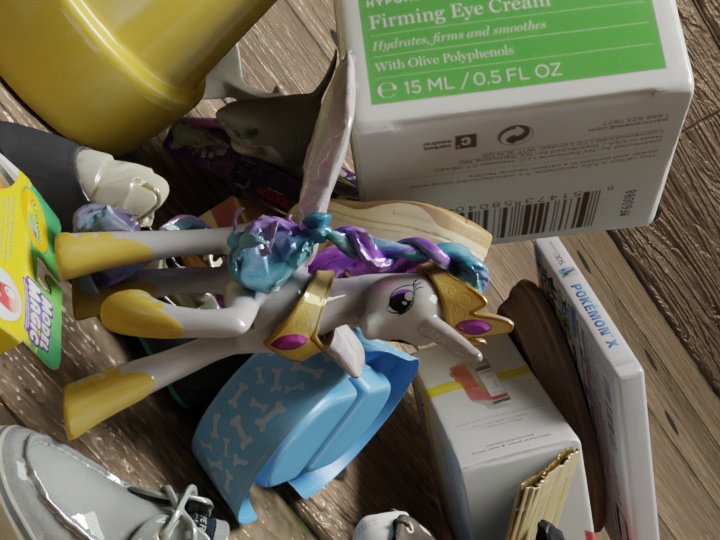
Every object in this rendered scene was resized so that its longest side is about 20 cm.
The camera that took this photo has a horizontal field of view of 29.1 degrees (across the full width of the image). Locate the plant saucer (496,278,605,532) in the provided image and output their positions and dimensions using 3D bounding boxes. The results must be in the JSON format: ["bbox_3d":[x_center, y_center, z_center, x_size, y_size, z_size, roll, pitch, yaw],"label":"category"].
[{"bbox_3d":[0.142,0.106,1.066,0.200,0.029,0.201,164,-90,-86],"label":"plant saucer"}]

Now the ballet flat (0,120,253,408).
[{"bbox_3d":[-0.122,-0.014,0.776,0.200,0.073,0.073,55,17,-15],"label":"ballet flat"}]

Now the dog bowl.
[{"bbox_3d":[-0.032,0.082,0.814,0.050,0.112,0.200,40,12,15],"label":"dog bowl"}]

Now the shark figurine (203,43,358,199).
[{"bbox_3d":[-0.051,-0.125,0.979,0.128,0.090,0.215,25,12,-22],"label":"shark figurine"}]

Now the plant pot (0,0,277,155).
[{"bbox_3d":[-0.132,-0.204,0.869,0.201,0.189,0.201,51,19,-25],"label":"plant pot"}]

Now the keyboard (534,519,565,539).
[{"bbox_3d":[0.110,0.255,0.805,0.127,0.021,0.201,-101,-167,-58],"label":"keyboard"}]

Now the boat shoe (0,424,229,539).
[{"bbox_3d":[-0.087,0.128,0.620,0.201,0.071,0.070,49,19,-28],"label":"boat shoe"}]

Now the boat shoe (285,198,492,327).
[{"bbox_3d":[0.000,0.000,0.828,0.074,0.069,0.200,24,-11,-24],"label":"boat shoe"}]

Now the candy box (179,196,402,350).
[{"bbox_3d":[-0.043,0.023,0.969,0.116,0.055,0.200,63,17,16],"label":"candy box"}]

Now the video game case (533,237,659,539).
[{"bbox_3d":[0.171,0.102,0.997,0.182,0.022,0.201,-111,-174,-58],"label":"video game case"}]

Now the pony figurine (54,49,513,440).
[{"bbox_3d":[-0.042,0.001,0.669,0.193,0.199,0.167,-108,-168,-60],"label":"pony figurine"}]

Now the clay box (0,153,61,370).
[{"bbox_3d":[-0.208,-0.037,0.595,0.200,0.047,0.115,48,20,-39],"label":"clay box"}]

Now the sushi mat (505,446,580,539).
[{"bbox_3d":[0.094,0.209,0.858,0.012,0.201,0.096,19,18,22],"label":"sushi mat"}]

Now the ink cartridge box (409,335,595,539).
[{"bbox_3d":[0.100,0.148,0.987,0.200,0.083,0.146,-112,-171,-70],"label":"ink cartridge box"}]

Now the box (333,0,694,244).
[{"bbox_3d":[0.087,-0.129,0.879,0.200,0.198,0.172,82,1,-67],"label":"box"}]

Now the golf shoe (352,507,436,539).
[{"bbox_3d":[0.017,0.196,0.825,0.095,0.078,0.200,57,5,3],"label":"golf shoe"}]

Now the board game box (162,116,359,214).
[{"bbox_3d":[-0.060,-0.076,1.021,0.120,0.032,0.200,33,10,6],"label":"board game box"}]
